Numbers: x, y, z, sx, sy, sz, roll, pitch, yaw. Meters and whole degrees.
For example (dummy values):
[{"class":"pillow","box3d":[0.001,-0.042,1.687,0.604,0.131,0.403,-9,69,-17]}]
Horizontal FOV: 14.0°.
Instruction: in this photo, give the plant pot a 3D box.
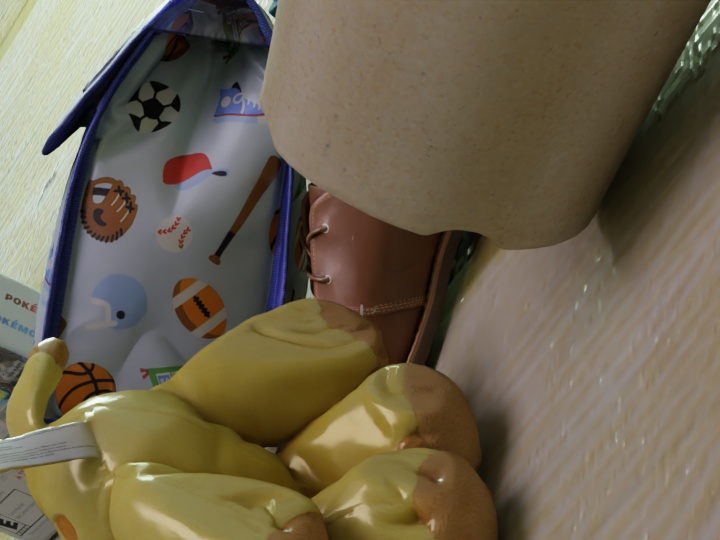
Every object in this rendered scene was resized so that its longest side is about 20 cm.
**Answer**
[{"class":"plant pot","box3d":[0.050,-0.118,1.054,0.201,0.200,0.184,-101,27,-61]}]

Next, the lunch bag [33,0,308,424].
[{"class":"lunch bag","box3d":[-0.079,-0.030,1.273,0.170,0.123,0.201,-108,28,-84]}]

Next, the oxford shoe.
[{"class":"oxford shoe","box3d":[0.000,0.000,1.211,0.201,0.071,0.071,-69,19,-1]}]

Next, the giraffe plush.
[{"class":"giraffe plush","box3d":[-0.053,0.125,1.105,0.173,0.199,0.163,-105,12,-58]}]

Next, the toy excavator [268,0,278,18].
[{"class":"toy excavator","box3d":[-0.012,-0.208,1.303,0.195,0.200,0.100,-56,11,-28]}]

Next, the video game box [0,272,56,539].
[{"class":"video game box","box3d":[-0.211,0.065,1.560,0.200,0.182,0.047,-41,31,53]}]
